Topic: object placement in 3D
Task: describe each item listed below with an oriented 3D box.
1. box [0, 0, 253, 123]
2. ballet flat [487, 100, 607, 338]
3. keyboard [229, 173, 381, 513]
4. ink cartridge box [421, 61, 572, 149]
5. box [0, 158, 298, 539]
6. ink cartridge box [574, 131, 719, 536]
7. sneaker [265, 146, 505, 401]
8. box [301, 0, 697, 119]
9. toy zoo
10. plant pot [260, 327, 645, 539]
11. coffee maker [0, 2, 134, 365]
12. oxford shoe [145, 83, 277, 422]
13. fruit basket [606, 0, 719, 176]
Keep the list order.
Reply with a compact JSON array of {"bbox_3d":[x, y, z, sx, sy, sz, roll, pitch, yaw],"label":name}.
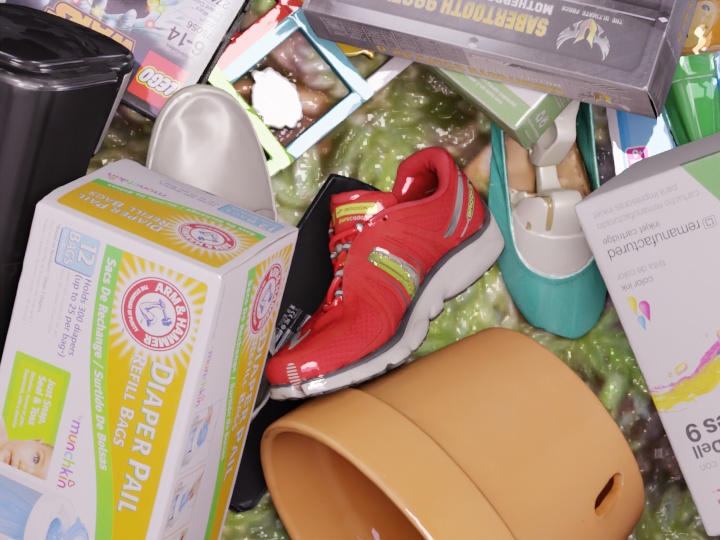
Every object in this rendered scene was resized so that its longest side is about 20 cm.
[{"bbox_3d":[-0.155,-0.184,1.593,0.200,0.040,0.137,29,87,3],"label":"box"},{"bbox_3d":[0.105,-0.058,1.622,0.067,0.070,0.201,-7,92,-6],"label":"ballet flat"},{"bbox_3d":[-0.054,0.031,1.632,0.104,0.040,0.200,35,85,-29],"label":"keyboard"},{"bbox_3d":[0.104,-0.187,1.586,0.145,0.048,0.200,41,88,20],"label":"ink cartridge box"},{"bbox_3d":[-0.120,0.059,1.496,0.112,0.101,0.201,21,111,16],"label":"box"},{"bbox_3d":[0.224,0.024,1.527,0.145,0.087,0.200,-18,98,33],"label":"ink cartridge box"},{"bbox_3d":[0.000,0.000,1.568,0.200,0.077,0.085,-47,117,-44],"label":"sneaker"},{"bbox_3d":[0.087,-0.182,1.537,0.199,0.048,0.159,14,78,16],"label":"box"},{"bbox_3d":[-0.039,-0.146,1.630,0.200,0.020,0.131,-40,94,-4],"label":"toy zoo"},{"bbox_3d":[0.060,0.124,1.568,0.140,0.200,0.200,-38,94,-20],"label":"plant pot"},{"bbox_3d":[-0.206,-0.029,1.500,0.134,0.192,0.201,15,109,2],"label":"coffee maker"},{"bbox_3d":[-0.078,-0.001,1.562,0.075,0.058,0.201,-3,97,-15],"label":"oxford shoe"},{"bbox_3d":[0.222,-0.158,1.621,0.185,0.094,0.201,-7,91,-6],"label":"fruit basket"}]
